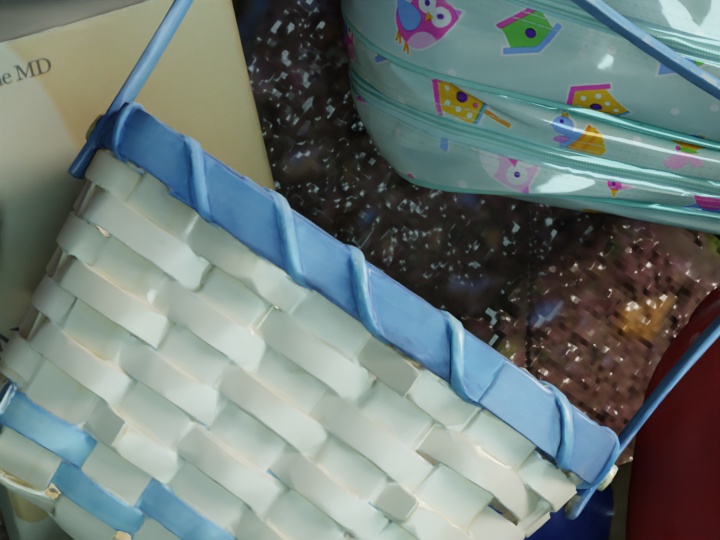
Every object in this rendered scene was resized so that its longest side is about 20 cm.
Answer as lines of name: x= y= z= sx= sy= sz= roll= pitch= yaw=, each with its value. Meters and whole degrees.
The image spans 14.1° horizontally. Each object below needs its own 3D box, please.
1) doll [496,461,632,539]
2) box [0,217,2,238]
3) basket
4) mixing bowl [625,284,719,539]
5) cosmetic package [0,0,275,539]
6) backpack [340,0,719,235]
doll: x=-0.006 y=0.092 z=0.855 sx=0.199 sy=0.048 sz=0.137 roll=-4 pitch=96 yaw=-26
box: x=-0.156 y=0.077 z=0.821 sx=0.068 sy=0.082 sz=0.201 roll=17 pitch=114 yaw=18
basket: x=0.000 y=0.000 z=0.770 sx=0.176 sy=0.139 sz=0.200 roll=38 pitch=92 yaw=0
mixing bowl: x=0.155 y=0.051 z=0.833 sx=0.199 sy=0.200 sz=0.109 roll=-14 pitch=68 yaw=-11
cosmetic package: x=-0.072 y=0.010 z=0.875 sx=0.105 sy=0.071 sz=0.201 roll=-18 pitch=112 yaw=-10
backpack: x=0.096 y=-0.081 z=0.852 sx=0.199 sy=0.167 sz=0.127 roll=7 pitch=106 yaw=-10
